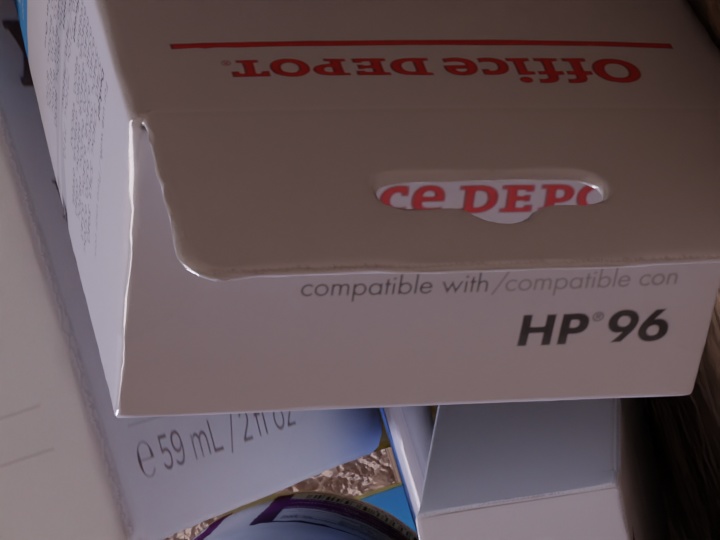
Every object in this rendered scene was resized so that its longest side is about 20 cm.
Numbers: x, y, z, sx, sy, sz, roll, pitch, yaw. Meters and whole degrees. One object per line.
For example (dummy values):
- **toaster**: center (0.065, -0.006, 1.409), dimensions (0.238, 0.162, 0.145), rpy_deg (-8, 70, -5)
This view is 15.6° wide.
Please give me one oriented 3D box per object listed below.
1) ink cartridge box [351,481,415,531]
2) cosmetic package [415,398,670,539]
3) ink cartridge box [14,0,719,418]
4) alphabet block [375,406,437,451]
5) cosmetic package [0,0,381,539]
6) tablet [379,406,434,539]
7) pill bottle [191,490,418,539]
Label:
- **ink cartridge box**: center (0.047, 0.181, 1.049), dimensions (0.146, 0.084, 0.200), rpy_deg (3, -111, -72)
- **cosmetic package**: center (0.060, 0.120, 0.659), dimensions (0.151, 0.052, 0.200), rpy_deg (-78, -23, -73)
- **ink cartridge box**: center (0.000, -0.034, 0.511), dimensions (0.200, 0.116, 0.068), rpy_deg (-110, 23, -52)
- **alphabet block**: center (-0.067, -0.018, 0.964), dimensions (0.195, 0.196, 0.200), rpy_deg (-14, -94, -78)
- **cosmetic package**: center (-0.121, -0.016, 0.675), dimensions (0.165, 0.165, 0.200), rpy_deg (-15, -93, -69)
- **tablet**: center (0.000, 0.000, 0.741), dimensions (0.130, 0.014, 0.200), rpy_deg (-176, 70, -89)
- **pill bottle**: center (-0.021, 0.130, 0.811), dimensions (0.200, 0.112, 0.113), rpy_deg (-2, -106, -87)
